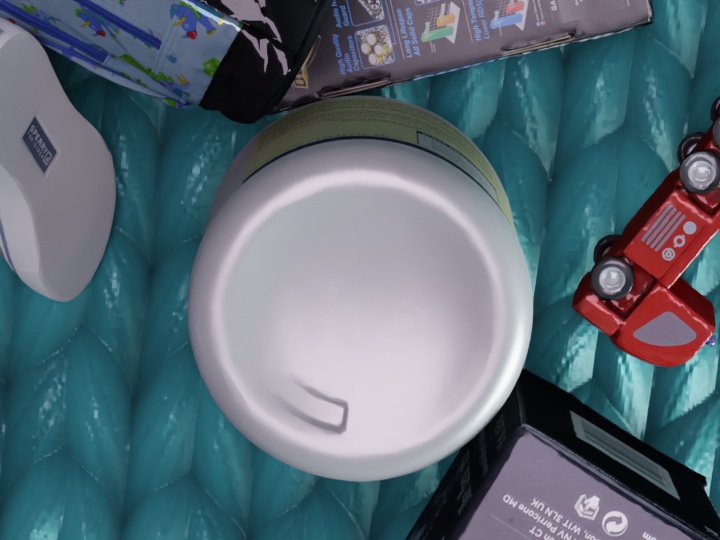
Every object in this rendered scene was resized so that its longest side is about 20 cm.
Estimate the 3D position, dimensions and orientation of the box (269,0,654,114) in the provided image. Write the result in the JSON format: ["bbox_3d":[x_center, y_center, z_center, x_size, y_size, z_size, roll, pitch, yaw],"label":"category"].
[{"bbox_3d":[0.021,-0.190,1.183,0.197,0.050,0.201,-13,93,11],"label":"box"}]

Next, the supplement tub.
[{"bbox_3d":[0.000,0.000,1.127,0.144,0.200,0.146,0,102,0],"label":"supplement tub"}]

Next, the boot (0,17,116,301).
[{"bbox_3d":[-0.177,-0.061,1.158,0.090,0.200,0.073,21,64,20],"label":"boot"}]

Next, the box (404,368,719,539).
[{"bbox_3d":[0.067,0.166,1.147,0.117,0.197,0.201,31,95,0],"label":"box"}]

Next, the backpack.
[{"bbox_3d":[-0.110,-0.164,1.103,0.199,0.154,0.164,30,55,-16],"label":"backpack"}]

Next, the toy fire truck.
[{"bbox_3d":[0.210,-0.019,1.189,0.141,0.049,0.200,37,106,-4],"label":"toy fire truck"}]
